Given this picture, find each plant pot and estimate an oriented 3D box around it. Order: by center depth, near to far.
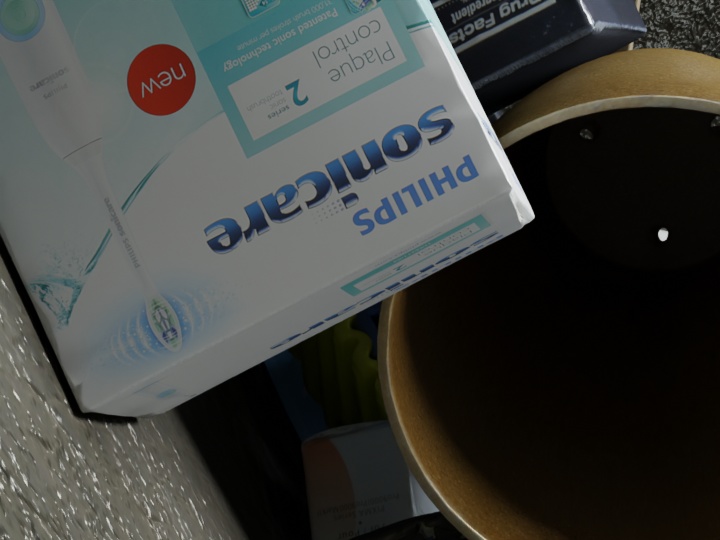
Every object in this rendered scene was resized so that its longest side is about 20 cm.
[{"bbox_3d":[0.109,-0.008,0.911,0.187,0.185,0.200,61,17,-18],"label":"plant pot"}]

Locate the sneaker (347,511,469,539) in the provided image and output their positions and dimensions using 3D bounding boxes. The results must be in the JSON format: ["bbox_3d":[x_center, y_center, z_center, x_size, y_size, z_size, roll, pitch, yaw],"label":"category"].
[{"bbox_3d":[0.032,0.172,0.861,0.089,0.078,0.201,68,9,-46],"label":"sneaker"}]

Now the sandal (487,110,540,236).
[{"bbox_3d":[0.003,-0.070,1.042,0.200,0.076,0.043,44,12,15],"label":"sandal"}]

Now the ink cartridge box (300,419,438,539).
[{"bbox_3d":[0.029,0.182,0.987,0.162,0.050,0.201,55,27,-59],"label":"ink cartridge box"}]

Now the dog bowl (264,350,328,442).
[{"bbox_3d":[-0.002,0.051,1.178,0.112,0.049,0.200,63,5,-2],"label":"dog bowl"}]

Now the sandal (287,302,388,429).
[{"bbox_3d":[0.000,0.000,1.066,0.201,0.087,0.080,60,-21,30],"label":"sandal"}]

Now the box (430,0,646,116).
[{"bbox_3d":[-0.024,-0.136,0.961,0.200,0.199,0.123,66,17,4],"label":"box"}]

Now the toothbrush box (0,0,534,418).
[{"bbox_3d":[-0.055,-0.074,0.762,0.201,0.146,0.085,65,6,7],"label":"toothbrush box"}]

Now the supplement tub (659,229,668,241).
[{"bbox_3d":[0.141,0.050,1.103,0.132,0.198,0.133,-168,-90,-73],"label":"supplement tub"}]

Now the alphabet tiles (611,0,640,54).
[{"bbox_3d":[0.024,-0.139,1.034,0.008,0.199,0.169,-34,134,-60],"label":"alphabet tiles"}]
